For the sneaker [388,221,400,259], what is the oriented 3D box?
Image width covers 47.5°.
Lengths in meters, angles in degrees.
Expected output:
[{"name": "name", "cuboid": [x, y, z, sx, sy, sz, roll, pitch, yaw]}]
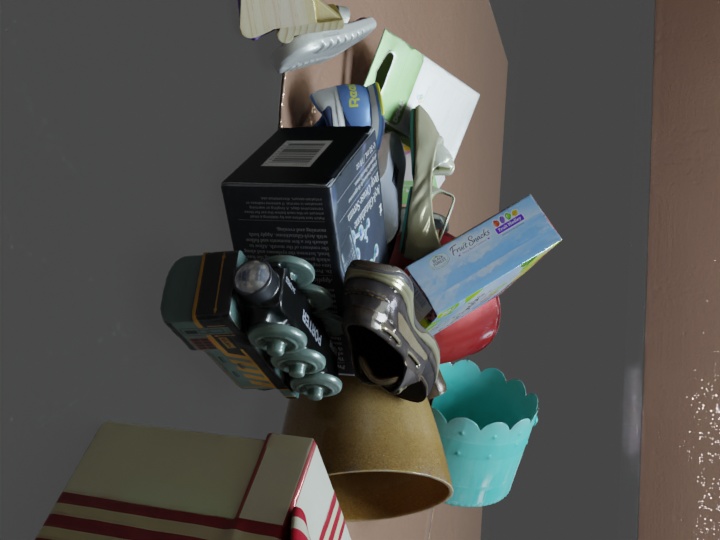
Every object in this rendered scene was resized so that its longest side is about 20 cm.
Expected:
[{"name": "sneaker", "cuboid": [0.000, 0.000, 1.026, 0.091, 0.076, 0.200, 91, 17, -48]}]

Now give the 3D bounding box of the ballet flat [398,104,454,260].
[{"name": "ballet flat", "cuboid": [0.089, -0.110, 1.034, 0.069, 0.069, 0.201, 28, 67, -70]}]

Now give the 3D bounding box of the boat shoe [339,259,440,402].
[{"name": "boat shoe", "cuboid": [0.019, 0.072, 0.738, 0.074, 0.074, 0.200, -66, 149, -30]}]

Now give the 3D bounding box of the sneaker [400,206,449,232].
[{"name": "sneaker", "cuboid": [0.081, -0.037, 1.251, 0.199, 0.076, 0.115, -4, 98, -69]}]

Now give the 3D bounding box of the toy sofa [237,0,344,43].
[{"name": "toy sofa", "cuboid": [-0.076, -0.314, 0.733, 0.083, 0.097, 0.201, -106, -173, -61]}]

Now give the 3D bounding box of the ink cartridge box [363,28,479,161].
[{"name": "ink cartridge box", "cuboid": [0.064, -0.230, 1.089, 0.200, 0.059, 0.104, 21, 91, -43]}]

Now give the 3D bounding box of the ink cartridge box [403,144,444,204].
[{"name": "ink cartridge box", "cuboid": [0.080, -0.213, 1.227, 0.117, 0.067, 0.201, -55, 144, -58]}]

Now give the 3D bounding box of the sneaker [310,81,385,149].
[{"name": "sneaker", "cuboid": [-0.028, -0.119, 0.913, 0.074, 0.082, 0.201, -108, -156, -51]}]

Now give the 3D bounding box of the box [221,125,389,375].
[{"name": "box", "cuboid": [-0.044, -0.022, 0.802, 0.149, 0.106, 0.201, -61, 149, -56]}]

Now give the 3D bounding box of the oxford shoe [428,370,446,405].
[{"name": "oxford shoe", "cuboid": [0.037, 0.178, 1.010, 0.072, 0.085, 0.200, -20, 158, -41]}]

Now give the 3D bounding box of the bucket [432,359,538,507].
[{"name": "bucket", "cuboid": [0.137, 0.223, 1.146, 0.207, 0.206, 0.135, -39, 140, -67]}]

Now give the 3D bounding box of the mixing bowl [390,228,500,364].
[{"name": "mixing bowl", "cuboid": [0.077, 0.053, 1.102, 0.108, 0.199, 0.201, -35, 129, -41]}]

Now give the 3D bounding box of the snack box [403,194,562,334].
[{"name": "snack box", "cuboid": [0.113, 0.012, 0.930, 0.068, 0.168, 0.200, 57, -18, 12]}]

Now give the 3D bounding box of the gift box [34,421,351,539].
[{"name": "gift box", "cuboid": [-0.099, 0.231, 0.533, 0.185, 0.186, 0.201, 72, 26, -46]}]

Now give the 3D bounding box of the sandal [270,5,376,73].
[{"name": "sandal", "cuboid": [-0.037, -0.254, 0.861, 0.050, 0.082, 0.203, 61, 24, -10]}]

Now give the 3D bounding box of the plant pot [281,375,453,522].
[{"name": "plant pot", "cuboid": [-0.005, 0.148, 0.883, 0.187, 0.185, 0.201, 63, 19, -57]}]

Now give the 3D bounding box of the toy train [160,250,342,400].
[{"name": "toy train", "cuboid": [-0.081, 0.050, 0.683, 0.200, 0.113, 0.086, 63, 28, -59]}]

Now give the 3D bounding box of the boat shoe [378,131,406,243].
[{"name": "boat shoe", "cuboid": [0.012, -0.097, 1.026, 0.074, 0.065, 0.200, 61, 28, -31]}]
